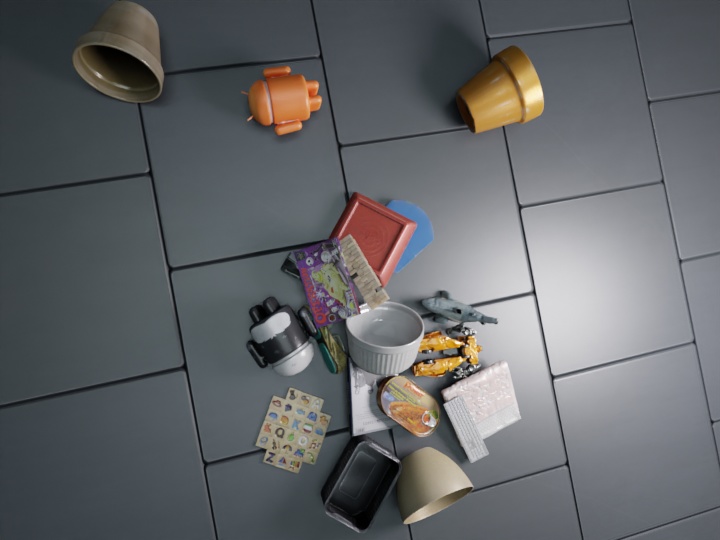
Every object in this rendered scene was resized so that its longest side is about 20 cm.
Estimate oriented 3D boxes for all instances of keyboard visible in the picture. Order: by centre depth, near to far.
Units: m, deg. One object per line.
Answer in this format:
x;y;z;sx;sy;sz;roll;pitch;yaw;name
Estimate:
0.286;0.429;1.368;0.056;0.011;0.201;-28;105;-7;keyboard

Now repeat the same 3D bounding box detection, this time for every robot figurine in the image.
-0.201;0.167;1.284;0.125;0.150;0.201;-34;93;-46;robot figurine
-0.204;-0.443;1.317;0.198;0.117;0.145;-13;129;-11;robot figurine
0.235;0.224;1.390;0.198;0.058;0.147;-6;88;-10;robot figurine

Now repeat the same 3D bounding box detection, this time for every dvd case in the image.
0.035;0.323;1.344;0.149;0.025;0.203;-1;88;-29;dvd case

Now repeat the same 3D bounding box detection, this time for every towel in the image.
0.336;0.368;1.393;0.198;0.032;0.193;-23;105;-11;towel

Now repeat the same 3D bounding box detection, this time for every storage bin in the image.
0.000;0.545;1.314;0.134;0.094;0.201;32;83;-7;storage bin

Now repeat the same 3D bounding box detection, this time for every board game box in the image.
-0.083;0.031;1.273;0.119;0.032;0.202;-19;86;17;board game box
0.097;-0.093;1.389;0.200;0.039;0.158;-42;80;-5;board game box

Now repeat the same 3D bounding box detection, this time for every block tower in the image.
0.000;0.000;1.296;0.058;0.054;0.201;-33;84;6;block tower

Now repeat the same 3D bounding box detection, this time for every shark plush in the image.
0.262;0.120;1.353;0.199;0.083;0.091;28;89;26;shark plush

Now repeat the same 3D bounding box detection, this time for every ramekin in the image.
0.058;0.175;1.294;0.198;0.201;0.106;-2;121;-10;ramekin

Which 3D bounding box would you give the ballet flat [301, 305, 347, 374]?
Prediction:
-0.090;0.173;1.337;0.070;0.071;0.201;-27;91;-10;ballet flat

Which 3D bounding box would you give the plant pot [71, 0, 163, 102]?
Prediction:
-0.570;-0.542;1.232;0.198;0.200;0.175;7;70;-10;plant pot

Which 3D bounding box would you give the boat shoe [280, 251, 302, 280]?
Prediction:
-0.118;0.031;1.330;0.198;0.074;0.068;33;89;-5;boat shoe

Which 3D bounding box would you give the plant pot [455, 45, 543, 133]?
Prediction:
0.369;-0.476;1.393;0.182;0.200;0.202;-26;92;5;plant pot

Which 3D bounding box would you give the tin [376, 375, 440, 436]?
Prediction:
0.128;0.359;1.354;0.200;0.042;0.112;40;74;-17;tin

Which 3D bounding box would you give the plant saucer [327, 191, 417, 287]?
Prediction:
0.022;-0.088;1.353;0.198;0.037;0.201;28;83;8;plant saucer

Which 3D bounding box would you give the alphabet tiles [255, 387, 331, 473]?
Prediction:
-0.175;0.419;1.333;0.165;0.006;0.202;21;84;-8;alphabet tiles

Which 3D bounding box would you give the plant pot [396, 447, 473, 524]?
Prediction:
0.171;0.542;1.313;0.198;0.201;0.135;-21;57;-11;plant pot
